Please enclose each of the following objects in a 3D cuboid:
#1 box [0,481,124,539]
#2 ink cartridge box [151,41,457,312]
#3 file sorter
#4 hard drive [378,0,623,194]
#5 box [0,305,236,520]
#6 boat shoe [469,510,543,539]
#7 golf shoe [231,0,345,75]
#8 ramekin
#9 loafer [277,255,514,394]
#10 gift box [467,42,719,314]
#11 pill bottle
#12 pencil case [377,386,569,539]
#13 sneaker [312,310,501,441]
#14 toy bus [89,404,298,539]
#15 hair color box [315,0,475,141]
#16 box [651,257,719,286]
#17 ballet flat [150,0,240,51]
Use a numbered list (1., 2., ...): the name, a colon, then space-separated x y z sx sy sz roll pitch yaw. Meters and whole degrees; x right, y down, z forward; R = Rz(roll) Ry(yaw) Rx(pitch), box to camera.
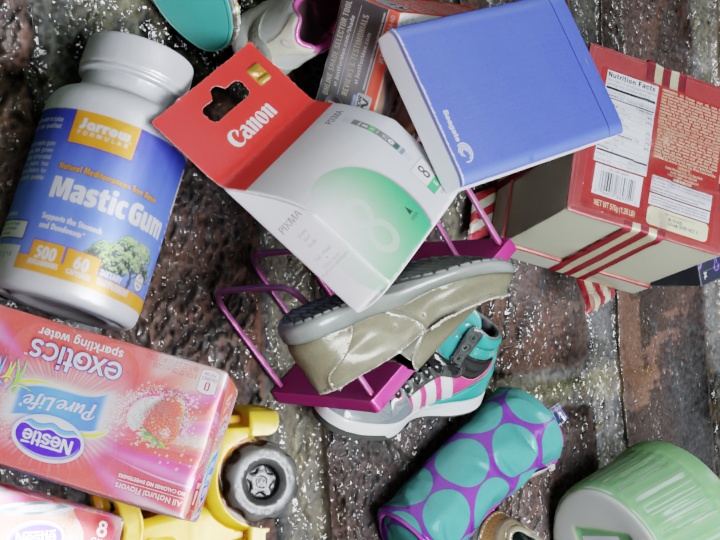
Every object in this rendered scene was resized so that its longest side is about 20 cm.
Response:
1. box: -0.251 0.182 0.872 0.102 0.199 0.095 24 75 -36
2. ink cartridge box: -0.032 -0.084 0.989 0.200 0.050 0.161 44 38 -5
3. file sorter: 0.000 0.000 1.118 0.200 0.139 0.126 -47 116 -29
4. hard drive: 0.117 -0.147 1.081 0.199 0.025 0.133 -20 84 -39
5. box: -0.194 0.095 0.916 0.199 0.095 0.103 17 79 2
6. boat shoe: 0.166 0.309 1.294 0.200 0.068 0.075 51 61 -27
7. golf shoe: -0.018 -0.227 1.135 0.200 0.091 0.076 -47 115 -31
8. ramekin: 0.278 0.276 1.310 0.097 0.200 0.202 -18 101 -30
9. loafer: 0.032 0.038 1.018 0.199 0.075 0.070 -19 101 -24
10. gift box: 0.217 -0.075 1.245 0.183 0.187 0.201 20 74 -14
11. pill bottle: -0.188 -0.066 0.982 0.112 0.112 0.201 24 75 -36
12. pencil case: 0.105 0.194 1.235 0.092 0.085 0.200 47 59 5
13. sneaker: 0.052 0.074 1.166 0.199 0.084 0.121 -10 128 -45
14. toy bus: -0.156 0.197 1.011 0.191 0.136 0.202 6 84 -23
15. hair color box: 0.049 -0.171 1.151 0.199 0.064 0.112 -10 121 -54
16. box: 0.393 -0.074 1.478 0.199 0.079 0.142 -18 104 -38
17. ballet flat: -0.156 -0.260 1.043 0.200 0.075 0.064 51 27 -33
